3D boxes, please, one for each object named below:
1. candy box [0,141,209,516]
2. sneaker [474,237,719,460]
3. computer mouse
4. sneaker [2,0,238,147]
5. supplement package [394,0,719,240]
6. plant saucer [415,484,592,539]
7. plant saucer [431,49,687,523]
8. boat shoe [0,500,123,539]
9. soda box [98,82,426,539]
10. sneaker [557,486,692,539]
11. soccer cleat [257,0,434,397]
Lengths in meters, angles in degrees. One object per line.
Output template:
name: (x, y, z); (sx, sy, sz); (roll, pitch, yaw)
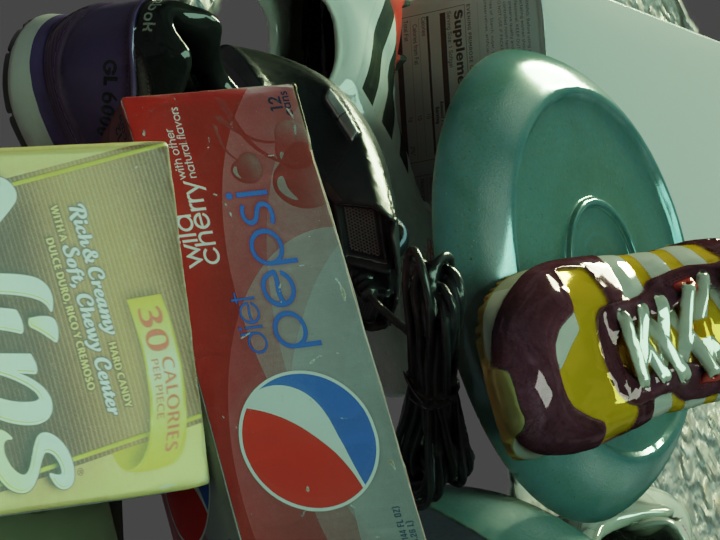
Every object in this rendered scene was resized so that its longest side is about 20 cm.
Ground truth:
candy box: (-0.149, 0.023, 0.839); (0.199, 0.055, 0.116); (-5, 86, -35)
sneaker: (0.119, 0.021, 1.042); (0.200, 0.090, 0.075); (-22, 98, -58)
computer mouse: (0.000, 0.000, 1.073); (0.046, 0.200, 0.141); (-20, 132, -21)
sneaker: (-0.057, -0.014, 1.034); (0.201, 0.087, 0.076); (61, 36, -29)
supplement package: (0.090, -0.039, 1.260); (0.200, 0.110, 0.157); (10, 73, -58)
plant saucer: (0.087, 0.145, 1.126); (0.039, 0.200, 0.201); (-50, 129, -17)
plant saucer: (0.093, 0.004, 1.118); (0.200, 0.027, 0.201); (26, 59, -53)
boat shoe: (-0.117, 0.085, 0.935); (0.063, 0.071, 0.201); (114, -23, -74)
soda box: (-0.037, 0.039, 0.922); (0.070, 0.063, 0.201); (-7, 67, -24)
sneaker: (0.128, 0.144, 1.284); (0.200, 0.099, 0.075); (-11, 89, -60)
soccer cleat: (-0.009, -0.044, 1.149); (0.085, 0.068, 0.201); (5, 75, -49)
